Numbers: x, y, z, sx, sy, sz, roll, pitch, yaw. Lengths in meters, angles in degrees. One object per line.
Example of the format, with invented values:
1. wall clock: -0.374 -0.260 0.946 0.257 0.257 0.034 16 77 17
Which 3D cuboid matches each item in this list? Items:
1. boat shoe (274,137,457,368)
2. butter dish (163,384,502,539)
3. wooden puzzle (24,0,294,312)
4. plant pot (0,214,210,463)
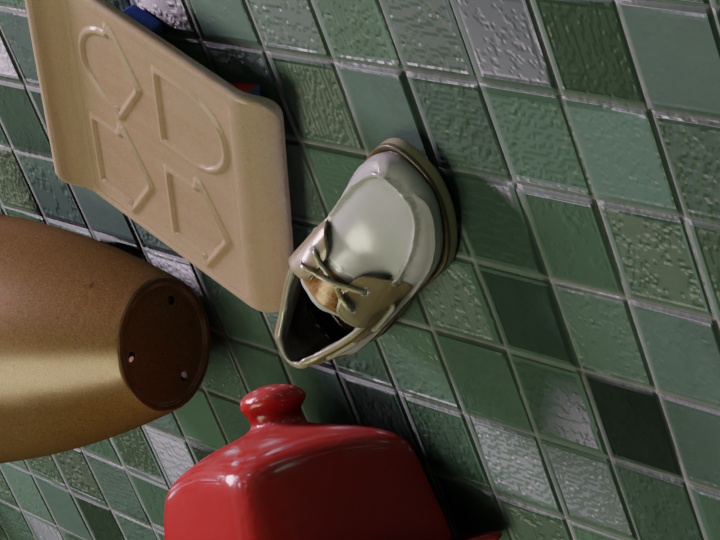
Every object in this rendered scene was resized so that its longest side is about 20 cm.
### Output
1. boat shoe: 0.000 0.000 1.372 0.075 0.068 0.200 44 151 14
2. butter dish: -0.043 0.147 1.526 0.200 0.199 0.149 -21 81 61
3. wooden puzzle: -0.117 -0.086 1.480 0.200 0.046 0.186 30 145 27
4. plant pot: -0.208 0.051 1.652 0.199 0.186 0.187 1 125 39
